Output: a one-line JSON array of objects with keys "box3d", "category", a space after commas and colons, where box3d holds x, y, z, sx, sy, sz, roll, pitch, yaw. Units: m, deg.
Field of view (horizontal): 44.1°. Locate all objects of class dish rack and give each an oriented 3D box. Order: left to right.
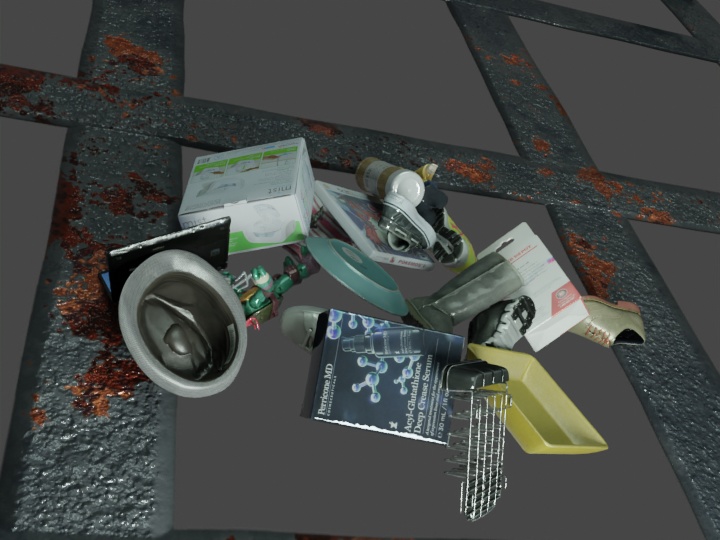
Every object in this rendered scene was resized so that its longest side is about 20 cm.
[{"box3d": [0.156, 0.226, 1.197, 0.053, 0.206, 0.152, 2, -1, 30], "category": "dish rack"}]

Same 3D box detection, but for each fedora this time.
[{"box3d": [-0.250, 0.081, 1.220, 0.200, 0.090, 0.178, 46, 55, -13], "category": "fedora"}]

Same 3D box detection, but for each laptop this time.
[{"box3d": [-0.287, -0.032, 1.279, 0.174, 0.201, 0.105, -18, 63, -21], "category": "laptop"}]

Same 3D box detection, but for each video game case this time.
[{"box3d": [0.024, -0.079, 1.585, 0.180, 0.023, 0.201, 10, 34, -49], "category": "video game case"}]

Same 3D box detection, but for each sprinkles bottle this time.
[{"box3d": [0.051, -0.163, 1.635, 0.067, 0.070, 0.200, 4, 13, -20], "category": "sprinkles bottle"}]

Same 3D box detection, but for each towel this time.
[{"box3d": [-0.078, -0.085, 1.590, 0.198, 0.030, 0.146, -21, 54, -41], "category": "towel"}]

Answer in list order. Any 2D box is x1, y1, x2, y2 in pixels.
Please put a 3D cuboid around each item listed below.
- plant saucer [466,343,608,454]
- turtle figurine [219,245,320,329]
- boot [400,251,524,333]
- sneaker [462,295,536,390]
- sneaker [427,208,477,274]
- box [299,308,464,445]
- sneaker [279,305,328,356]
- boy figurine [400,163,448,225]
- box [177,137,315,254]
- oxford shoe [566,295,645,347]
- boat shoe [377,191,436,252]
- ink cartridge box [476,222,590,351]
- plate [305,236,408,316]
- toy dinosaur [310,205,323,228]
[{"box3d": [0.255, 0.205, 1.335, 0.198, 0.049, 0.201, 15, 30, -48], "category": "plant saucer"}, {"box3d": [-0.158, 0.029, 1.361, 0.198, 0.103, 0.148, -28, 17, -39], "category": "turtle figurine"}, {"box3d": [0.177, 0.062, 1.432, 0.196, 0.074, 0.183, -20, 43, -14], "category": "boot"}, {"box3d": [0.204, 0.119, 1.447, 0.089, 0.067, 0.201, -2, 40, 50], "category": "sneaker"}, {"box3d": [0.160, -0.048, 1.632, 0.090, 0.078, 0.201, 38, 17, -32], "category": "sneaker"}, {"box3d": [0.029, 0.148, 1.234, 0.195, 0.107, 0.152, 12, 81, -10], "category": "box"}, {"box3d": [-0.038, 0.121, 1.319, 0.197, 0.074, 0.085, 25, 35, 4], "category": "sneaker"}, {"box3d": [0.102, -0.153, 1.684, 0.064, 0.125, 0.200, 30, 10, -26], "category": "boy figurine"}, {"box3d": [-0.182, -0.121, 1.464, 0.195, 0.098, 0.178, -10, 38, 8], "category": "box"}, {"box3d": [0.419, 0.095, 1.570, 0.195, 0.071, 0.076, 2, 49, -16], "category": "oxford shoe"}, {"box3d": [0.070, -0.069, 1.512, 0.071, 0.072, 0.200, 29, -5, 28], "category": "boat shoe"}, {"box3d": [0.296, 0.024, 1.551, 0.068, 0.115, 0.202, 47, 12, -48], "category": "ink cartridge box"}, {"box3d": [0.000, 0.000, 1.392, 0.198, 0.026, 0.201, 34, 14, -9], "category": "plate"}, {"box3d": [-0.111, -0.095, 1.529, 0.086, 0.048, 0.202, 8, 39, 4], "category": "toy dinosaur"}]
